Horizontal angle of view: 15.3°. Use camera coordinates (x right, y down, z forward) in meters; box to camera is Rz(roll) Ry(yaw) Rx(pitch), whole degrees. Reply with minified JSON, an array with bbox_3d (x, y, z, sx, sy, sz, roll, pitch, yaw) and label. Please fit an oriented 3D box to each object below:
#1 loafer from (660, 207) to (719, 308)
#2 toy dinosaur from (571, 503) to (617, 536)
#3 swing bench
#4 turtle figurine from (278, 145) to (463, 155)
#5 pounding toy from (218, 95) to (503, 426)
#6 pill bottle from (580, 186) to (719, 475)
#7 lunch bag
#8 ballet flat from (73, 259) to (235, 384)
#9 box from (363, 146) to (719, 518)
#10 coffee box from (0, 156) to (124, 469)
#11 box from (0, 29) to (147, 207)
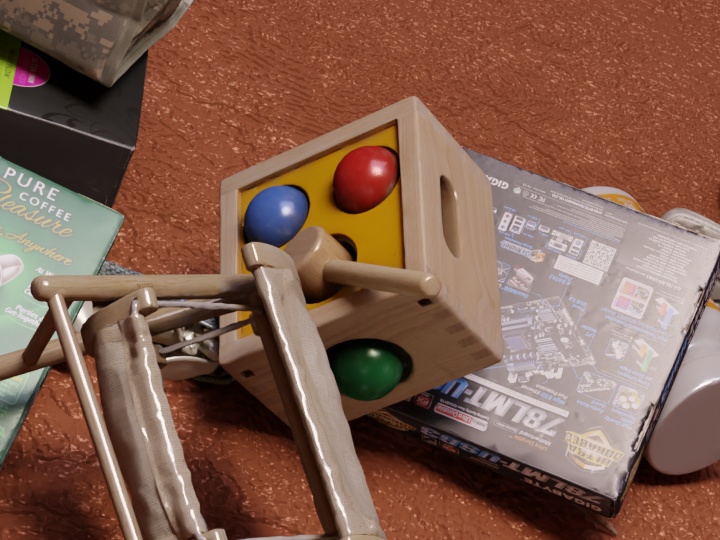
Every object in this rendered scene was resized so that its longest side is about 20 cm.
[{"bbox_3d":[0.292,0.023,2.021,0.200,0.070,0.070,43,11,-17],"label":"loafer"},{"bbox_3d":[0.111,0.084,1.833,0.106,0.060,0.201,-8,68,12],"label":"toy dinosaur"},{"bbox_3d":[-0.087,0.102,1.547,0.199,0.130,0.200,-10,69,-28],"label":"swing bench"},{"bbox_3d":[0.004,-0.055,1.944,0.149,0.101,0.200,28,39,4],"label":"turtle figurine"},{"bbox_3d":[0.000,0.000,1.718,0.142,0.184,0.201,44,32,-42],"label":"pounding toy"},{"bbox_3d":[0.196,0.043,1.911,0.116,0.117,0.200,-1,41,-34],"label":"pill bottle"},{"bbox_3d":[-0.186,-0.228,1.786,0.164,0.118,0.200,27,26,3],"label":"lunch bag"},{"bbox_3d":[-0.161,0.032,1.738,0.199,0.074,0.074,11,36,-17],"label":"ballet flat"},{"bbox_3d":[0.118,0.039,1.804,0.199,0.050,0.199,20,71,12],"label":"box"},{"bbox_3d":[-0.238,0.025,1.651,0.123,0.044,0.201,23,57,-2],"label":"coffee box"},{"bbox_3d":[-0.232,-0.109,1.820,0.148,0.125,0.200,17,33,-12],"label":"box"}]
